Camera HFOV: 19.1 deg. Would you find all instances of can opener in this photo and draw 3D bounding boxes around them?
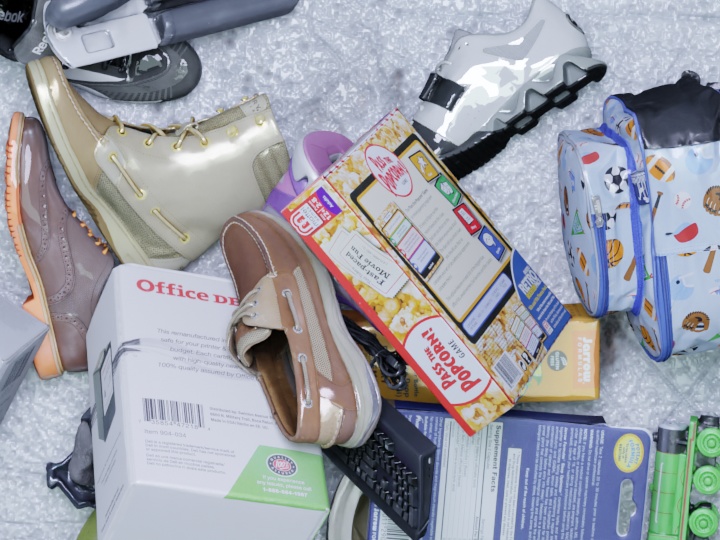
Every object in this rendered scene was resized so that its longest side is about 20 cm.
[{"bbox_3d":[-0.132,-0.194,1.535,0.199,0.067,0.054,-18,78,-25],"label":"can opener"}]

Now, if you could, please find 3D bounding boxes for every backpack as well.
[{"bbox_3d":[0.221,-0.031,1.536,0.153,0.200,0.192,-15,101,6],"label":"backpack"}]

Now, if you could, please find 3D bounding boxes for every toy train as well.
[{"bbox_3d":[0.242,0.205,1.626,0.056,0.042,0.202,5,95,10],"label":"toy train"}]

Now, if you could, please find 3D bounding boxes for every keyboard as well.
[{"bbox_3d":[-0.001,0.096,1.513,0.020,0.200,0.128,-6,113,-27],"label":"keyboard"}]

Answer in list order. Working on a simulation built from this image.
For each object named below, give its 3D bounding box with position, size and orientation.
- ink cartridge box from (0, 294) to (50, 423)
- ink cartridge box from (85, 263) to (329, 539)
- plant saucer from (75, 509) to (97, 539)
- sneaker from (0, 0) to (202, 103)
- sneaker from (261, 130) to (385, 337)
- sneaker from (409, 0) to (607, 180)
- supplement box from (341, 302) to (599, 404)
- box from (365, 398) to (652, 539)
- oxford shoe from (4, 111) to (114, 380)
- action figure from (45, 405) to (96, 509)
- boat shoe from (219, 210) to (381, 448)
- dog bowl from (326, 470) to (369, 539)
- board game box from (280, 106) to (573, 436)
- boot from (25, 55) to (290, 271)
[{"bbox_3d":[-0.359,0.068,1.569,0.199,0.084,0.176,33,113,4],"label":"ink cartridge box"},{"bbox_3d":[-0.111,0.103,1.514,0.144,0.201,0.084,10,134,-20],"label":"ink cartridge box"},{"bbox_3d":[-0.128,0.250,1.632,0.198,0.031,0.202,0,95,-1],"label":"plant saucer"},{"bbox_3d":[-0.214,-0.168,1.565,0.199,0.091,0.067,20,96,-2],"label":"sneaker"},{"bbox_3d":[0.000,0.000,1.549,0.088,0.080,0.201,-39,84,33],"label":"sneaker"},{"bbox_3d":[0.077,-0.127,1.587,0.199,0.074,0.089,-34,76,4],"label":"sneaker"},{"bbox_3d":[0.079,0.063,1.599,0.198,0.069,0.067,-2,97,-2],"label":"supplement box"},{"bbox_3d":[0.106,0.161,1.545,0.198,0.032,0.122,5,98,0],"label":"box"},{"bbox_3d":[-0.222,-0.022,1.593,0.072,0.071,0.202,-9,105,-3],"label":"oxford shoe"},{"bbox_3d":[-0.132,0.140,1.573,0.199,0.105,0.194,-23,62,-6],"label":"action figure"},{"bbox_3d":[-0.056,0.038,1.493,0.071,0.201,0.076,-7,141,-33],"label":"boat shoe"},{"bbox_3d":[0.073,0.193,1.602,0.198,0.074,0.202,0,98,0],"label":"dog bowl"},{"bbox_3d":[0.050,-0.003,1.485,0.046,0.152,0.200,-38,94,30],"label":"board game box"},{"bbox_3d":[-0.140,-0.098,1.561,0.155,0.073,0.201,-29,117,1],"label":"boot"}]
